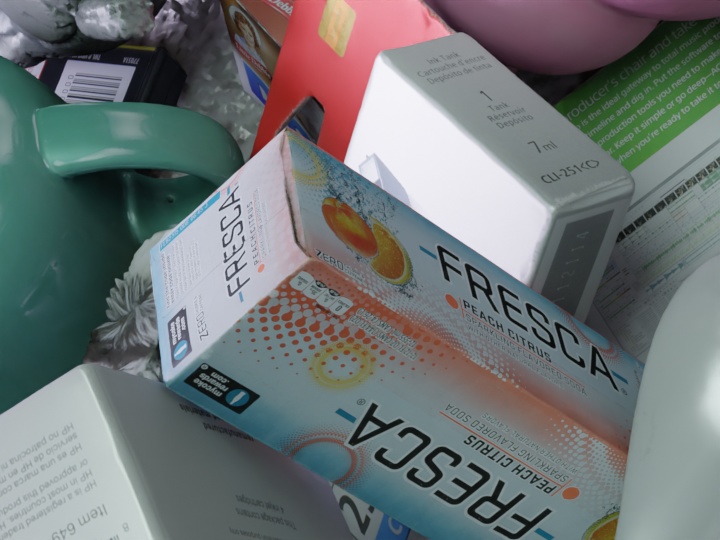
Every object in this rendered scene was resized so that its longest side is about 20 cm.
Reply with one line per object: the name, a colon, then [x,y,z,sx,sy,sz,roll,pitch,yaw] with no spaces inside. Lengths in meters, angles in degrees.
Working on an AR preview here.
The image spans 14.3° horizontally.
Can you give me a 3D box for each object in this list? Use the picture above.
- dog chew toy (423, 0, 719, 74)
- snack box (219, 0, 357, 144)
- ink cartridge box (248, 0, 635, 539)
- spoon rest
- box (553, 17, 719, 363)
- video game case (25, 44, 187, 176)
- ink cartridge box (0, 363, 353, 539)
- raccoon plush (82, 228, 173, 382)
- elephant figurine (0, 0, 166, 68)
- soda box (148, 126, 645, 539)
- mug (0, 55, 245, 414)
dog chew toy: [0.074,-0.127,1.016,0.200,0.125,0.125,-31,60,36]
snack box: [0.015,-0.035,1.069,0.024,0.072,0.200,-34,57,-13]
ink cartridge box: [0.000,0.000,1.020,0.176,0.045,0.200,45,134,32]
spoon rest: [0.112,0.076,0.875,0.099,0.061,0.200,37,61,-7]
box: [0.149,-0.005,1.010,0.144,0.036,0.200,-37,61,13]
video game case: [-0.182,-0.008,1.177,0.181,0.026,0.200,8,68,30]
ink cartridge box: [-0.067,0.157,0.859,0.147,0.145,0.200,-31,68,17]
raccoon plush: [-0.044,0.101,1.034,0.097,0.134,0.200,7,67,37]
elephant figurine: [-0.089,-0.182,1.144,0.155,0.142,0.200,45,68,1]
soda box: [0.030,0.040,0.903,0.068,0.200,0.064,-41,35,24]
mug: [-0.155,-0.022,1.083,0.185,0.114,0.152,-48,53,-3]
